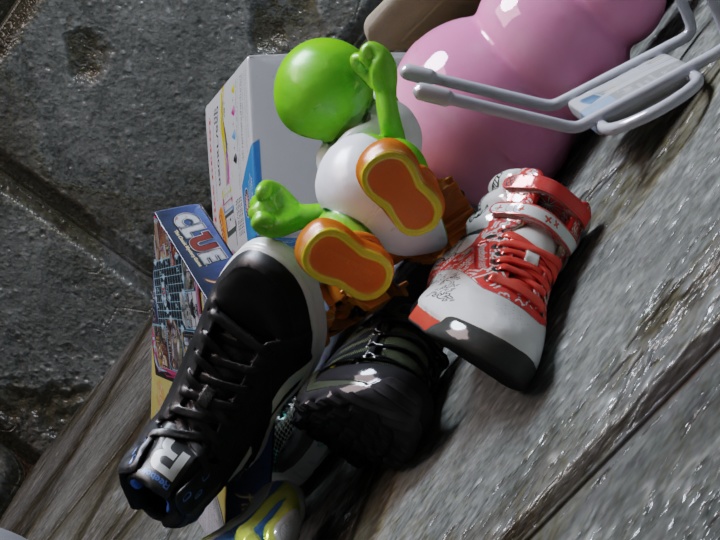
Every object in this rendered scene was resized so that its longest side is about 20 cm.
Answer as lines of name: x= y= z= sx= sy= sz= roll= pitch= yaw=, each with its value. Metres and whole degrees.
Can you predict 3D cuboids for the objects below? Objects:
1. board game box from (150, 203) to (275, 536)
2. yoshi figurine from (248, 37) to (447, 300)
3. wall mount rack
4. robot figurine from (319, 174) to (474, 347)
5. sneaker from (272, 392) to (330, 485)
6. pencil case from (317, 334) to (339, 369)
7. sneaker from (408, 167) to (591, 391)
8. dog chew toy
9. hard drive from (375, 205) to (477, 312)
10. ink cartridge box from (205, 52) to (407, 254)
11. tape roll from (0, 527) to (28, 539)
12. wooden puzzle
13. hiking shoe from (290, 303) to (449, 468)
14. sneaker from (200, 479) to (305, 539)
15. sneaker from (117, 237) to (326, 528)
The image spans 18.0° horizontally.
board game box: x=-0.098 y=0.075 z=1.496 sx=0.136 sy=0.034 sz=0.201 roll=-125 pitch=30 yaw=-42
yoshi figurine: x=-0.011 y=-0.071 z=1.295 sx=0.200 sy=0.112 sz=0.113 roll=-97 pitch=3 yaw=-66
wall mount rack: x=0.118 y=-0.116 z=1.301 sx=0.173 sy=0.075 sz=0.200 roll=-26 pitch=9 yaw=2
robot figurine: x=0.000 y=0.000 z=1.446 sx=0.145 sy=0.058 sz=0.200 roll=-31 pitch=-2 yaw=-18
sneaker: x=-0.068 y=0.105 z=1.585 sx=0.078 sy=0.091 sz=0.200 roll=-59 pitch=9 yaw=-30
pencil case: x=-0.069 y=0.071 z=1.775 sx=0.091 sy=0.083 sz=0.200 roll=-65 pitch=-2 yaw=39
sneaker: x=0.080 y=-0.002 z=1.222 sx=0.108 sy=0.067 sz=0.201 roll=-56 pitch=5 yaw=1
dog chew toy: x=0.113 y=-0.136 z=1.449 sx=0.200 sy=0.124 sz=0.125 roll=-45 pitch=9 yaw=14
hard drive: x=0.073 y=-0.055 z=1.604 sx=0.135 sy=0.042 sz=0.200 roll=-49 pitch=10 yaw=38
ink cartridge box: x=-0.038 y=-0.086 z=1.855 sx=0.200 sy=0.144 sz=0.148 roll=152 pitch=115 yaw=-75
tape roll: x=-0.269 y=0.265 z=1.516 sx=0.200 sy=0.200 sz=0.066 roll=-50 pitch=10 yaw=29
wooden puzzle: x=0.113 y=-0.235 z=1.737 sx=0.185 sy=0.037 sz=0.200 roll=-42 pitch=-21 yaw=29
hiking shoe: x=0.011 y=0.058 z=1.349 sx=0.101 sy=0.076 sz=0.200 roll=-59 pitch=7 yaw=-10
sneaker: x=-0.096 y=0.177 z=1.332 sx=0.200 sy=0.104 sz=0.076 roll=-69 pitch=-6 yaw=-62
sneaker: x=-0.085 y=0.080 z=1.334 sx=0.112 sy=0.073 sz=0.201 roll=-49 pitch=-16 yaw=-44
